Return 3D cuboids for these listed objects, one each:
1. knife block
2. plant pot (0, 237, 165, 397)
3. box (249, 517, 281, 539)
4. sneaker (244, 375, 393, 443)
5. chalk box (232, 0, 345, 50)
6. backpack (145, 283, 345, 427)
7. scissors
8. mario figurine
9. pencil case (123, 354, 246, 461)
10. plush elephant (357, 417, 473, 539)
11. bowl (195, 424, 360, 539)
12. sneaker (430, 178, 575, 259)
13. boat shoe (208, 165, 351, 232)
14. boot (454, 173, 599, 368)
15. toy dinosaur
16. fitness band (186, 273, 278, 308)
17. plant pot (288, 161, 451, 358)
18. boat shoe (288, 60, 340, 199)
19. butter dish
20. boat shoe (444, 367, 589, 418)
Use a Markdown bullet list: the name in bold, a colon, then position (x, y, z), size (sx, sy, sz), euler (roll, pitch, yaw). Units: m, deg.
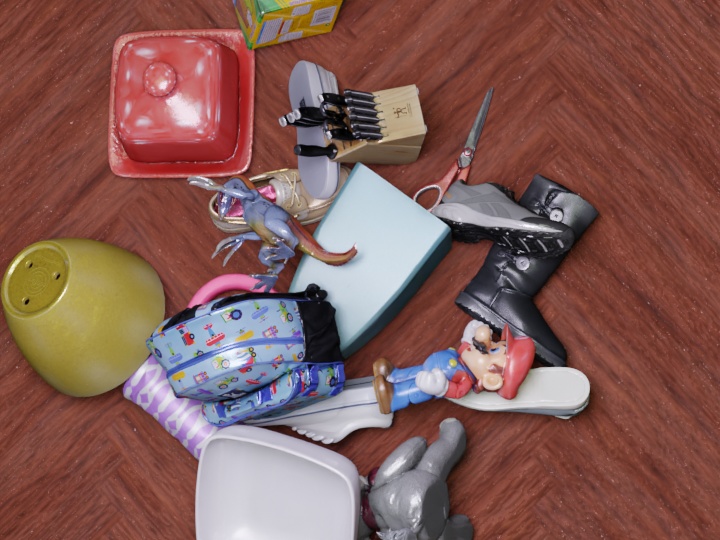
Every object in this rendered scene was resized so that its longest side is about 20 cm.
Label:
- **knife block**: position (-0.011, -0.170, 1.485), size (0.173, 0.200, 0.065), euler (-11, 82, -4)
- **plant pot**: position (-0.365, 0.038, 1.502), size (0.197, 0.142, 0.203), euler (-10, 62, 20)
- **box**: position (-0.078, 0.341, 1.495), size (0.077, 0.095, 0.202), euler (-21, 80, 5)
- **sneaker**: position (-0.050, 0.183, 1.506), size (0.197, 0.073, 0.072), euler (-7, 99, -6)
- **chalk box**: position (-0.111, -0.411, 1.559), size (0.122, 0.124, 0.202), euler (-17, 81, -15)
- **backpack**: position (-0.134, 0.098, 1.363), size (0.181, 0.199, 0.136), euler (-21, 77, 27)
- **scissors**: position (0.141, -0.139, 1.572), size (0.073, 0.014, 0.201), euler (35, 87, 11)
- **mario figurine**: position (0.111, 0.104, 1.447), size (0.197, 0.106, 0.125), euler (-13, 54, 5)
- **pencil case**: position (-0.216, 0.190, 1.535), size (0.200, 0.084, 0.086), euler (41, 124, 11)
- **plush elephant**: position (0.030, 0.285, 1.464), size (0.153, 0.199, 0.167), euler (2, 107, 33)
- **bowl**: position (-0.088, 0.273, 1.388), size (0.197, 0.075, 0.202), euler (14, 116, 17)
- **sneaker**: position (0.177, -0.070, 1.486), size (0.199, 0.074, 0.080), euler (17, 72, 37)
- **boat shoe**: position (-0.103, -0.094, 1.561), size (0.197, 0.069, 0.075), euler (-16, 82, 4)
- **boot**: position (0.238, 0.001, 1.522), size (0.164, 0.066, 0.201), euler (34, 83, 7)
- **toy dinosaur**: position (-0.118, -0.053, 1.467), size (0.197, 0.183, 0.106), euler (6, 128, -14)
- **fitness band**: position (-0.138, 0.095, 1.561), size (0.199, 0.037, 0.144), euler (39, 86, 8)
- **plant pot**: position (0.000, 0.000, 1.500), size (0.141, 0.141, 0.201), euler (36, 86, 9)
- **boat shoe**: position (-0.042, -0.180, 1.544), size (0.065, 0.073, 0.203), euler (8, 62, -32)
- **butter dish**: position (-0.243, -0.229, 1.553), size (0.197, 0.148, 0.203), euler (0, 84, 6)
- **boat shoe**: position (0.185, 0.152, 1.502), size (0.197, 0.062, 0.074), euler (4, 62, 12)
